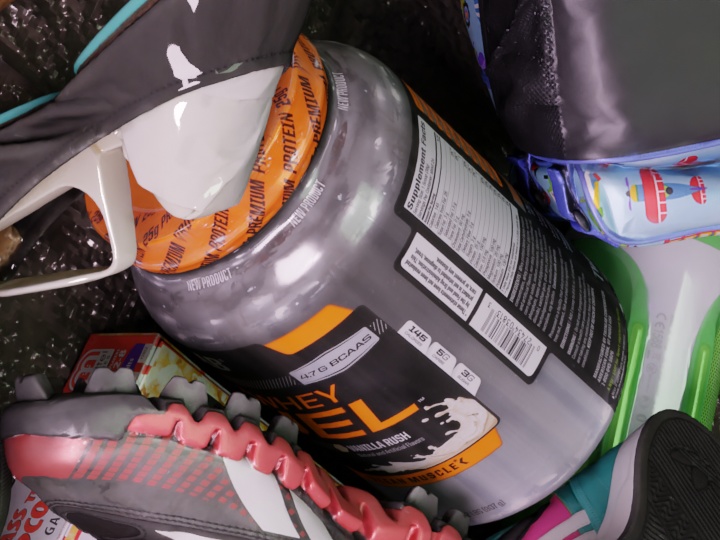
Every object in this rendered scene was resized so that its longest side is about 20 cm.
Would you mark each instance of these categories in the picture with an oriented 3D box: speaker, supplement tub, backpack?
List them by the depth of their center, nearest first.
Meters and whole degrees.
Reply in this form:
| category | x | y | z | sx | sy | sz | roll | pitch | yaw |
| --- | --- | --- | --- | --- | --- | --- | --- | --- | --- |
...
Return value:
| category | x | y | z | sx | sy | sz | roll | pitch | yaw |
| --- | --- | --- | --- | --- | --- | --- | --- | --- | --- |
| supplement tub | 0.000 | 0.000 | 0.762 | 0.200 | 0.122 | 0.123 | 39 | 63 | -38 |
| backpack | 0.126 | -0.092 | 0.834 | 0.181 | 0.200 | 0.136 | -9 | 99 | -12 |
| speaker | 0.108 | 0.073 | 0.892 | 0.088 | 0.088 | 0.202 | 26 | 71 | -39 |

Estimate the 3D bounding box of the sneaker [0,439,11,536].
| category | x | y | z | sx | sy | sz | roll | pitch | yaw |
| --- | --- | --- | --- | --- | --- | --- | --- | --- | --- |
| sneaker | -0.145 | 0.122 | 0.619 | 0.075 | 0.114 | 0.201 | 4 | 73 | 2 |

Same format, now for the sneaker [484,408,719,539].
| category | x | y | z | sx | sy | sz | roll | pitch | yaw |
| --- | --- | --- | --- | --- | --- | --- | --- | --- | --- |
| sneaker | 0.067 | 0.138 | 0.753 | 0.084 | 0.121 | 0.200 | 43 | 33 | -1 |

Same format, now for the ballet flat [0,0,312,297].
| category | x | y | z | sx | sy | sz | roll | pitch | yaw |
| --- | --- | --- | --- | --- | --- | --- | --- | --- | --- |
| ballet flat | -0.074 | -0.040 | 0.656 | 0.068 | 0.199 | 0.069 | -23 | 84 | -57 |

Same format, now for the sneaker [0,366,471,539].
| category | x | y | z | sx | sy | sz | roll | pitch | yaw |
| --- | --- | --- | --- | --- | --- | --- | --- | --- | --- |
| sneaker | -0.042 | 0.100 | 0.697 | 0.200 | 0.070 | 0.099 | 32 | 66 | -39 |

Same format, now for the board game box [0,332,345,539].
| category | x | y | z | sx | sy | sz | roll | pitch | yaw |
| --- | --- | --- | --- | --- | --- | --- | --- | --- | --- |
| board game box | -0.052 | 0.140 | 0.767 | 0.200 | 0.046 | 0.152 | 43 | 62 | -33 |

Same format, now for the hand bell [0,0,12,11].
| category | x | y | z | sx | sy | sz | roll | pitch | yaw |
| --- | --- | --- | --- | --- | --- | --- | --- | --- | --- |
| hand bell | -0.100 | -0.101 | 0.655 | 0.200 | 0.104 | 0.105 | -38 | 113 | -38 |
